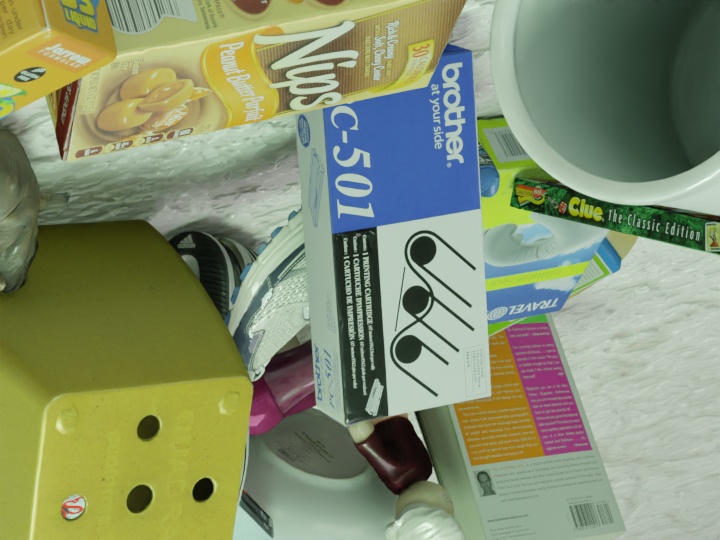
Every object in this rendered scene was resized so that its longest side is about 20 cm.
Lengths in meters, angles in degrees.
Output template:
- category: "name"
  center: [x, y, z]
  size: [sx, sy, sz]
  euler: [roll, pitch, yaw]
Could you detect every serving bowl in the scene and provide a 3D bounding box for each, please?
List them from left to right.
- category: "serving bowl"
  center: [-0.045, 0.151, 1.815]
  size: [0.200, 0.200, 0.066]
  euler: [-2, 125, -40]

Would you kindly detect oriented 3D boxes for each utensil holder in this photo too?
- category: "utensil holder"
  center: [0.190, -0.109, 1.335]
  size: [0.170, 0.170, 0.200]
  euler: [-27, 161, 28]

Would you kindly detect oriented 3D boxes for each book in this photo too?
- category: "book"
  center: [0.109, 0.110, 1.860]
  size: [0.133, 0.201, 0.048]
  euler: [-4, 157, -35]

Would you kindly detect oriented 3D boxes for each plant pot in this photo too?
- category: "plant pot"
  center: [-0.171, 0.097, 1.445]
  size: [0.200, 0.201, 0.176]
  euler: [-4, -159, -35]

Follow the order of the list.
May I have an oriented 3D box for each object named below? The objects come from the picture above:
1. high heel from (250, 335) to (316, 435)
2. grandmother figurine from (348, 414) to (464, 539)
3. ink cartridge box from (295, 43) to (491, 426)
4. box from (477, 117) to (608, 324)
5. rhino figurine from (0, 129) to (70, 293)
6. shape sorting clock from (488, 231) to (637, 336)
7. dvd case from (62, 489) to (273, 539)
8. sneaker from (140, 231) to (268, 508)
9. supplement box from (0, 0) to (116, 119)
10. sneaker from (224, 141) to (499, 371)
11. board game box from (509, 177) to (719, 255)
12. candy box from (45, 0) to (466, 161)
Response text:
- category: "high heel"
  center: [-0.078, 0.082, 1.767]
  size: [0.096, 0.068, 0.200]
  euler: [-26, 177, -8]
- category: "grandmother figurine"
  center: [0.019, 0.111, 1.772]
  size: [0.060, 0.200, 0.121]
  euler: [-32, 159, 24]
- category: "ink cartridge box"
  center: [0.018, -0.021, 1.403]
  size: [0.094, 0.201, 0.044]
  euler: [-10, -164, -23]
- category: "box"
  center: [0.097, -0.025, 1.632]
  size: [0.122, 0.048, 0.200]
  euler: [-9, 147, -26]
- category: "rhino figurine"
  center: [-0.201, -0.035, 1.331]
  size: [0.060, 0.088, 0.200]
  euler: [9, 169, 14]
- category: "shape sorting clock"
  center: [0.099, -0.010, 1.752]
  size: [0.199, 0.039, 0.200]
  euler: [-18, 153, -10]
- category: "dvd case"
  center: [-0.166, 0.145, 1.670]
  size: [0.146, 0.022, 0.200]
  euler: [-19, 138, 17]
- category: "sneaker"
  center: [-0.080, 0.078, 1.608]
  size: [0.075, 0.201, 0.115]
  euler: [1, 178, 28]
- category: "supplement box"
  center: [-0.215, -0.091, 1.170]
  size: [0.200, 0.069, 0.066]
  euler: [-27, 162, 21]
- category: "sneaker"
  center: [0.001, -0.009, 1.464]
  size: [0.200, 0.085, 0.077]
  euler: [-48, 168, 7]
- category: "board game box"
  center: [0.193, -0.028, 1.488]
  size: [0.105, 0.024, 0.200]
  euler: [6, -174, -41]
- category: "candy box"
  center: [-0.054, -0.119, 1.255]
  size: [0.199, 0.055, 0.115]
  euler: [-12, 162, -15]
